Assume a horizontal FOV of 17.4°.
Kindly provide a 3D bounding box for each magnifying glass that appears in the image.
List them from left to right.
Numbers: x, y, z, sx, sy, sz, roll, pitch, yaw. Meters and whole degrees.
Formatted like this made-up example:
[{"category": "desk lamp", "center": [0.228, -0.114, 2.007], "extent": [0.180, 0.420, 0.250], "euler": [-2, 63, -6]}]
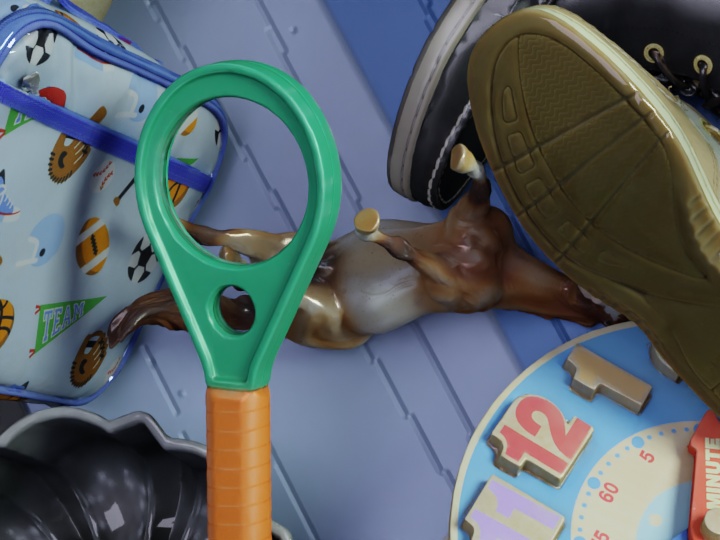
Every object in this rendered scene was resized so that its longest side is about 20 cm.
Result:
[{"category": "magnifying glass", "center": [-0.045, 0.022, 0.884], "extent": [0.079, 0.022, 0.202], "euler": [5, 100, 23]}]

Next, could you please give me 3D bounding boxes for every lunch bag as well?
[{"category": "lunch bag", "center": [-0.136, -0.033, 0.928], "extent": [0.075, 0.200, 0.161], "euler": [29, 92, 24]}]

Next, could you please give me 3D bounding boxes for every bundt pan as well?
[{"category": "bundt pan", "center": [-0.102, 0.158, 0.960], "extent": [0.200, 0.076, 0.204], "euler": [-2, 83, 16]}]

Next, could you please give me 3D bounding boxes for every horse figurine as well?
[{"category": "horse figurine", "center": [0.000, 0.000, 0.940], "extent": [0.199, 0.132, 0.050], "euler": [-11, 67, 23]}]

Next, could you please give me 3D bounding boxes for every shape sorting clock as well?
[{"category": "shape sorting clock", "center": [0.131, 0.104, 0.883], "extent": [0.198, 0.039, 0.201], "euler": [1, 56, -1]}]

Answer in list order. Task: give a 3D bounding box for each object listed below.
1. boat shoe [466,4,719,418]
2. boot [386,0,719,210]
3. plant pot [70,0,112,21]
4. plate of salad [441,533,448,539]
[{"category": "boat shoe", "center": [0.116, -0.021, 0.884], "extent": [0.074, 0.066, 0.200], "euler": [-33, 102, 30]}, {"category": "boot", "center": [0.116, -0.082, 0.935], "extent": [0.150, 0.073, 0.201], "euler": [35, 88, 16]}, {"category": "plant pot", "center": [-0.145, -0.195, 0.973], "extent": [0.186, 0.187, 0.202], "euler": [13, 101, 16]}, {"category": "plate of salad", "center": [0.100, 0.178, 0.915], "extent": [0.198, 0.048, 0.202], "euler": [-2, 78, 7]}]
